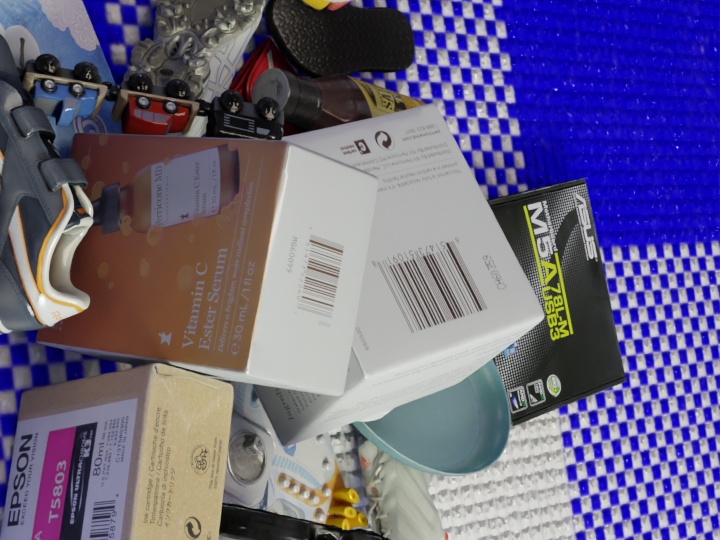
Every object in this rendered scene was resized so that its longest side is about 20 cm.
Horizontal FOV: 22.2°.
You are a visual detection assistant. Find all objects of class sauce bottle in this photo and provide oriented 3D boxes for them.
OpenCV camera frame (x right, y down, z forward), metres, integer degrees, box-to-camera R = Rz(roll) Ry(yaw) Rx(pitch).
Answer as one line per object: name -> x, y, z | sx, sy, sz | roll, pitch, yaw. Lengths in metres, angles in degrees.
sauce bottle -> -0.009, -0.125, 1.506 | 0.199, 0.065, 0.067 | 11, 73, -53

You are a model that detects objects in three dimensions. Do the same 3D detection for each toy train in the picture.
toy train -> -0.148, -0.111, 1.287 | 0.198, 0.034, 0.046 | 9, 59, -19

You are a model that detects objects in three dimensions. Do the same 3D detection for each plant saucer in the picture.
plant saucer -> 0.039, 0.088, 1.516 | 0.199, 0.027, 0.201 | 28, 39, -24

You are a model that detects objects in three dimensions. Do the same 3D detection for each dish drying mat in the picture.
dish drying mat -> -0.036, -0.095, 1.530 | 0.200, 0.018, 0.077 | 52, 48, -27

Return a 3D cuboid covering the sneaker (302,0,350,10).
sneaker -> -0.054, -0.278, 1.429 | 0.199, 0.082, 0.079 | 28, 66, -38

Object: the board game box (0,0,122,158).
board game box -> -0.250, -0.100, 1.281 | 0.199, 0.043, 0.202 | -34, 107, -46

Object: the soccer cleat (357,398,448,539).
soccer cleat -> 0.028, 0.177, 1.495 | 0.077, 0.069, 0.201 | 33, 40, -25

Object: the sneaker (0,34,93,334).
sneaker -> -0.218, -0.062, 1.206 | 0.078, 0.078, 0.203 | -21, 105, -81

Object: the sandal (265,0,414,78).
sandal -> -0.023, -0.194, 1.553 | 0.199, 0.045, 0.076 | -2, 87, -57

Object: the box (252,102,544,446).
box -> 0.000, 0.000, 1.411 | 0.198, 0.131, 0.201 | -16, 73, -41

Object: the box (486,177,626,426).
box -> 0.159, 0.027, 1.695 | 0.192, 0.047, 0.202 | -13, 92, -45

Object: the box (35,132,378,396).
box -> -0.105, -0.006, 1.250 | 0.106, 0.198, 0.154 | 17, 80, -52

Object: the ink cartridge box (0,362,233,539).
ink cartridge box -> -0.169, 0.174, 1.222 | 0.075, 0.164, 0.202 | 19, 67, -40

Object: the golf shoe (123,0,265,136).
golf shoe -> -0.131, -0.153, 1.419 | 0.201, 0.077, 0.098 | -61, 162, -48

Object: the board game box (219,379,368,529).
board game box -> -0.087, 0.145, 1.419 | 0.199, 0.026, 0.202 | -27, 102, -47

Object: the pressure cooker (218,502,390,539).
pressure cooker -> -0.075, 0.266, 1.270 | 0.177, 0.175, 0.202 | 17, 79, -38
